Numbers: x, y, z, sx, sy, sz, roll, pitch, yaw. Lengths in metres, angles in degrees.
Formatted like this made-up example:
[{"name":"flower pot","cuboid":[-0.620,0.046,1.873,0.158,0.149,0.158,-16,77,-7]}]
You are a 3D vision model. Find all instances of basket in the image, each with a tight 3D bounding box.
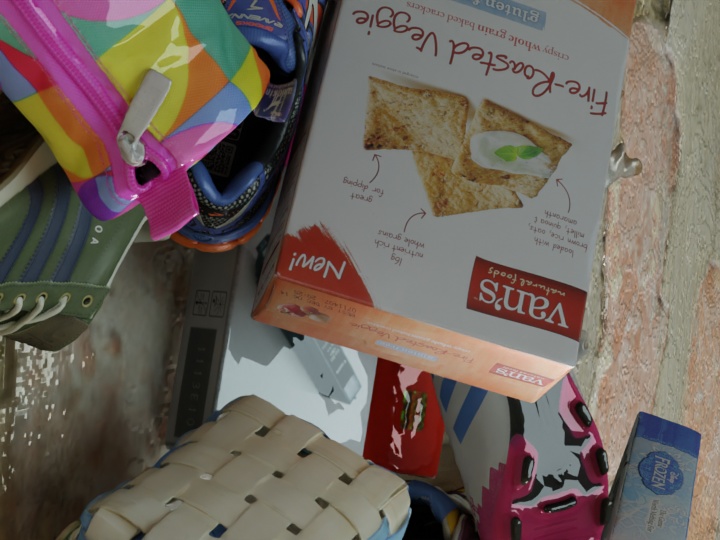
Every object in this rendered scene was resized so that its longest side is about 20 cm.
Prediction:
[{"name":"basket","cuboid":[-0.065,0.165,0.719,0.176,0.138,0.201,-33,143,-56]}]

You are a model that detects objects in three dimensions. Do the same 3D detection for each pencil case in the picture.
[{"name":"pencil case","cuboid":[-0.108,-0.110,0.559,0.200,0.088,0.089,53,46,-19]}]

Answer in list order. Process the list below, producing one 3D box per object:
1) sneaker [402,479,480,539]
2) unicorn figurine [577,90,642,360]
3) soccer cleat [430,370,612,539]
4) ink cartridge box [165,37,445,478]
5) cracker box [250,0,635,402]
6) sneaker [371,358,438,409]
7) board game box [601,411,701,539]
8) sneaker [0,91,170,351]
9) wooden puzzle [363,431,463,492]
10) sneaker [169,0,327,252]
[{"name":"sneaker","cuboid":[0.046,0.141,0.873,0.200,0.074,0.091,-34,138,-52]},{"name":"unicorn figurine","cuboid":[0.091,-0.025,0.886,0.138,0.074,0.200,-48,122,-19]},{"name":"soccer cleat","cuboid":[0.071,0.064,0.837,0.069,0.086,0.202,-17,108,-23]},{"name":"ink cartridge box","cuboid":[0.000,0.000,0.832,0.173,0.043,0.202,12,85,-37]},{"name":"cracker box","cuboid":[0.040,-0.058,0.754,0.058,0.133,0.202,126,-22,-65]},{"name":"sneaker","cuboid":[0.034,0.024,0.937,0.199,0.080,0.077,-16,103,-39]},{"name":"board game box","cuboid":[0.130,0.208,0.925,0.199,0.043,0.201,-52,159,-65]},{"name":"sneaker","cuboid":[-0.127,-0.004,0.625,0.200,0.067,0.090,-51,132,-50]},{"name":"wooden puzzle","cuboid":[0.008,0.184,0.954,0.185,0.046,0.202,7,95,-62]},{"name":"sneaker","cuboid":[-0.044,-0.108,0.726,0.078,0.075,0.202,179,-82,-79]}]
